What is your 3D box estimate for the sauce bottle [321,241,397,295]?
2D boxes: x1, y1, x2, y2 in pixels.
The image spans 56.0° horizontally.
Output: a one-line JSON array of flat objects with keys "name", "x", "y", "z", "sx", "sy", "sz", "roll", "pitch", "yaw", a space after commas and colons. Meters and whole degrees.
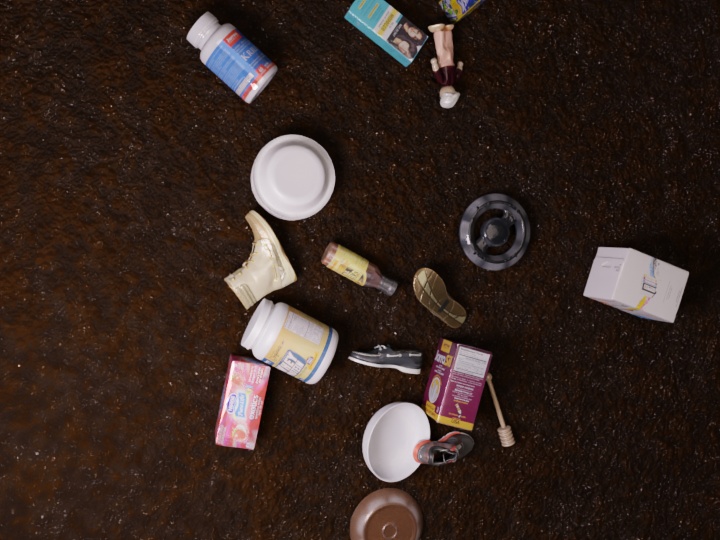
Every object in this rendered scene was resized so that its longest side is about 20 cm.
[{"name": "sauce bottle", "x": 0.000, "y": 0.000, "z": 1.683, "sx": 0.199, "sy": 0.066, "sz": 0.066, "roll": 28, "pitch": 85, "yaw": -11}]

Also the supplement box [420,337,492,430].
[{"name": "supplement box", "x": 0.242, "y": 0.285, "z": 1.719, "sx": 0.102, "sy": 0.131, "sz": 0.202, "roll": 16, "pitch": 87, "yaw": -13}]

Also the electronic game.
[{"name": "electronic game", "x": 0.353, "y": -0.101, "z": 1.777, "sx": 0.198, "sy": 0.042, "sz": 0.202, "roll": -1, "pitch": 93, "yaw": -12}]

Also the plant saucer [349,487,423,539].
[{"name": "plant saucer", "x": 0.072, "y": 0.665, "z": 1.741, "sx": 0.198, "sy": 0.037, "sz": 0.203, "roll": -1, "pitch": 92, "yaw": -13}]

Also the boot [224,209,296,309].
[{"name": "boot", "x": -0.262, "y": -0.026, "z": 1.614, "sx": 0.155, "sy": 0.073, "sz": 0.201, "roll": -31, "pitch": 104, "yaw": -14}]

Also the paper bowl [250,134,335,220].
[{"name": "paper bowl", "x": -0.159, "y": -0.223, "z": 1.617, "sx": 0.199, "sy": 0.104, "sz": 0.203, "roll": 0, "pitch": 91, "yaw": -13}]

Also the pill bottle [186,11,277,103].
[{"name": "pill bottle", "x": -0.299, "y": -0.496, "z": 1.567, "sx": 0.200, "sy": 0.112, "sz": 0.113, "roll": 40, "pitch": 83, "yaw": -12}]

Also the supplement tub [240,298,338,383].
[{"name": "supplement tub", "x": -0.167, "y": 0.166, "z": 1.607, "sx": 0.199, "sy": 0.145, "sz": 0.146, "roll": 28, "pitch": 85, "yaw": -13}]

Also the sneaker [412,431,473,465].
[{"name": "sneaker", "x": 0.227, "y": 0.467, "z": 1.725, "sx": 0.199, "sy": 0.082, "sz": 0.078, "roll": -2, "pitch": 97, "yaw": -36}]

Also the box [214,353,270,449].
[{"name": "box", "x": -0.281, "y": 0.309, "z": 1.608, "sx": 0.095, "sy": 0.100, "sz": 0.202, "roll": 12, "pitch": 90, "yaw": -14}]

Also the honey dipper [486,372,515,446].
[{"name": "honey dipper", "x": 0.365, "y": 0.368, "z": 1.801, "sx": 0.038, "sy": 0.038, "sz": 0.202, "roll": -19, "pitch": 95, "yaw": -12}]

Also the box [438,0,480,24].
[{"name": "box", "x": 0.266, "y": -0.675, "z": 1.653, "sx": 0.064, "sy": 0.200, "sz": 0.070, "roll": -36, "pitch": 99, "yaw": -10}]

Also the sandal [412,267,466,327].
[{"name": "sandal", "x": 0.197, "y": 0.071, "z": 1.745, "sx": 0.080, "sy": 0.054, "sz": 0.200, "roll": -46, "pitch": 116, "yaw": -3}]

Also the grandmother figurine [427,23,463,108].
[{"name": "grandmother figurine", "x": 0.218, "y": -0.516, "z": 1.720, "sx": 0.120, "sy": 0.060, "sz": 0.202, "roll": -10, "pitch": 99, "yaw": -32}]

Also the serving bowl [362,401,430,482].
[{"name": "serving bowl", "x": 0.080, "y": 0.423, "z": 1.704, "sx": 0.199, "sy": 0.066, "sz": 0.202, "roll": -6, "pitch": 100, "yaw": -35}]

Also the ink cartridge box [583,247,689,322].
[{"name": "ink cartridge box", "x": 0.738, "y": 0.036, "z": 1.822, "sx": 0.198, "sy": 0.147, "sz": 0.146, "roll": 20, "pitch": 88, "yaw": -13}]

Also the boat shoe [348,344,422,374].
[{"name": "boat shoe", "x": 0.065, "y": 0.215, "z": 1.706, "sx": 0.198, "sy": 0.075, "sz": 0.061, "roll": 12, "pitch": 90, "yaw": -26}]

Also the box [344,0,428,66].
[{"name": "box", "x": 0.064, "y": -0.606, "z": 1.684, "sx": 0.199, "sy": 0.049, "sz": 0.083, "roll": 34, "pitch": 84, "yaw": -12}]
